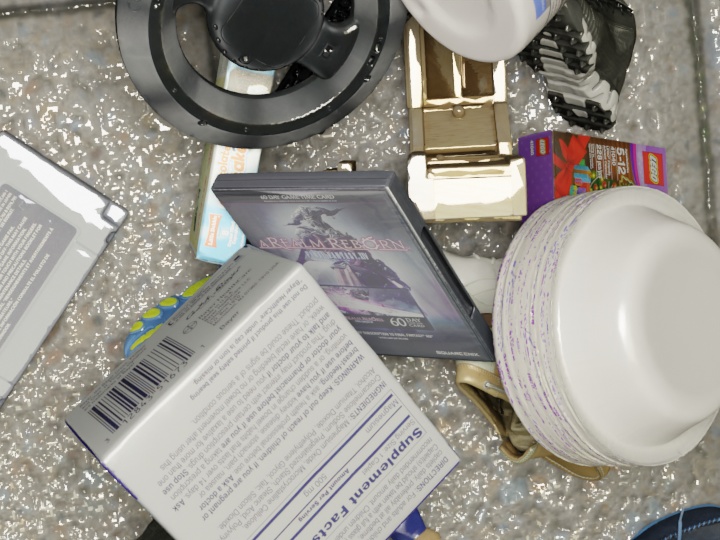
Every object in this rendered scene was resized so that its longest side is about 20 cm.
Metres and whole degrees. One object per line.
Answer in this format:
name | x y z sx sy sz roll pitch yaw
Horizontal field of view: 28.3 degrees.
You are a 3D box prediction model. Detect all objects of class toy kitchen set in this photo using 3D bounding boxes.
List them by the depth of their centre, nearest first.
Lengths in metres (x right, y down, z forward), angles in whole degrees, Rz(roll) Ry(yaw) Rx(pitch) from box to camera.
toy kitchen set | 0.030 -0.125 1.042 0.162 0.200 0.181 -3 96 2

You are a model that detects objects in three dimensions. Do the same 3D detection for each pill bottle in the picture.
pill bottle | 0.119 -0.242 0.951 0.114 0.114 0.200 47 66 -11

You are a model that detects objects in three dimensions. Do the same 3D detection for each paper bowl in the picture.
paper bowl | 0.197 0.039 1.023 0.200 0.104 0.201 5 82 -38

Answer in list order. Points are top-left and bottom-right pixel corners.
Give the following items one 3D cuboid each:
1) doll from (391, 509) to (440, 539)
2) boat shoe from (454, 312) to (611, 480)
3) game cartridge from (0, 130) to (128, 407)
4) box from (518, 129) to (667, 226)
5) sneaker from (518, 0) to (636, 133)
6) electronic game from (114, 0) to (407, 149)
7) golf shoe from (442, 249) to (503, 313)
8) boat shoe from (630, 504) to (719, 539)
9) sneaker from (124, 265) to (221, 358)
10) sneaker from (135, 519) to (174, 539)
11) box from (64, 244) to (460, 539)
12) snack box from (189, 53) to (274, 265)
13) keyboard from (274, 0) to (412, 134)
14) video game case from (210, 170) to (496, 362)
doll | -0.004 0.147 1.118 0.136 0.048 0.200 -44 117 -37
boat shoe | 0.131 0.119 1.119 0.200 0.072 0.076 43 52 -31
game cartridge | -0.285 0.002 1.086 0.133 0.041 0.200 34 90 -14
box | 0.185 -0.002 1.109 0.137 0.039 0.201 3 83 -40
sneaker | 0.166 -0.183 1.079 0.066 0.200 0.091 17 79 24
electronic game | -0.064 -0.172 0.952 0.199 0.042 0.201 -10 125 -14
golf shoe | 0.118 0.016 1.141 0.200 0.075 0.092 32 81 -18
boat shoe | 0.236 0.269 1.181 0.200 0.069 0.084 -35 100 -4
sneaker | -0.085 0.037 1.114 0.199 0.071 0.083 -29 122 -8
sneaker | -0.114 0.198 1.114 0.200 0.104 0.060 -49 140 -34
box | -0.066 0.118 0.991 0.184 0.105 0.200 -44 115 -13
snack box | -0.093 -0.108 1.064 0.037 0.116 0.201 9 95 -10
keyboard | -0.003 -0.195 1.060 0.040 0.104 0.200 40 76 -39
video game case | 0.000 0.000 1.010 0.200 0.142 0.019 55 47 -44
